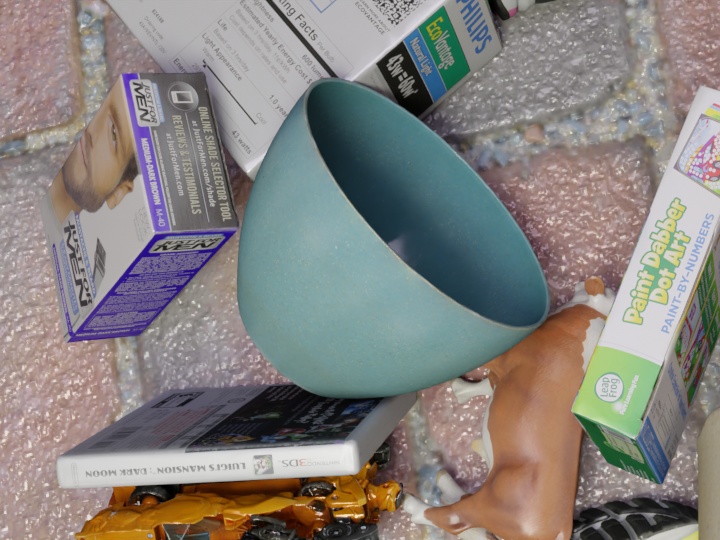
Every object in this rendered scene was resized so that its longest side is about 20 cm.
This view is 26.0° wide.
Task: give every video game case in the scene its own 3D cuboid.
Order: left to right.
[{"bbox_3d":[-0.069,0.099,0.976,0.180,0.200,0.024,-5,96,12],"label":"video game case"}]

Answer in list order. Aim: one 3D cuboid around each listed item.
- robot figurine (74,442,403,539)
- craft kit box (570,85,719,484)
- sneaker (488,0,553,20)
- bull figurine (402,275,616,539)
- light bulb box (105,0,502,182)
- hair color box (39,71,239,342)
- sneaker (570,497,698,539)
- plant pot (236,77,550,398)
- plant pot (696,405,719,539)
[{"bbox_3d":[-0.070,0.151,0.982,0.198,0.145,0.059,-2,116,8],"label":"robot figurine"},{"bbox_3d":[0.190,0.018,0.930,0.048,0.200,0.199,23,82,19],"label":"craft kit box"},{"bbox_3d":[0.118,-0.276,1.098,0.085,0.080,0.202,-9,82,-1],"label":"sneaker"},{"bbox_3d":[0.103,0.088,0.992,0.120,0.065,0.201,-4,56,31],"label":"bull figurine"},{"bbox_3d":[-0.042,-0.178,1.075,0.200,0.125,0.199,-40,70,0],"label":"light bulb box"},{"bbox_3d":[-0.152,-0.037,1.031,0.064,0.200,0.110,-4,70,-30],"label":"hair color box"},{"bbox_3d":[0.134,0.214,0.968,0.199,0.078,0.091,-29,98,-1],"label":"sneaker"},{"bbox_3d":[0.000,0.000,0.965,0.135,0.199,0.201,-44,69,24],"label":"plant pot"},{"bbox_3d":[0.269,0.169,0.891,0.198,0.201,0.185,-9,63,11],"label":"plant pot"}]
